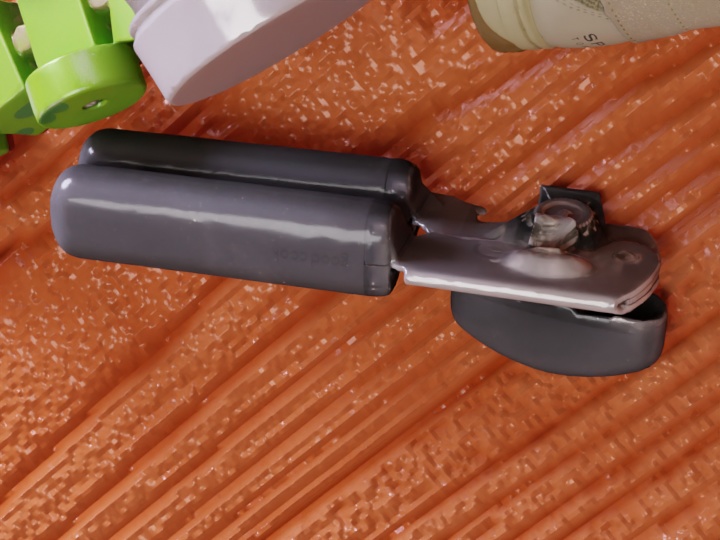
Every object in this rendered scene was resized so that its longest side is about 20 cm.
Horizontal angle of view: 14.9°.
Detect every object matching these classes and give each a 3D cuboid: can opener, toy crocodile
[{"bbox_3d":[0.000,0.000,0.897,0.200,0.053,0.067,7,121,13],"label":"can opener"},{"bbox_3d":[-0.120,-0.066,0.931,0.200,0.062,0.068,-27,74,31],"label":"toy crocodile"}]

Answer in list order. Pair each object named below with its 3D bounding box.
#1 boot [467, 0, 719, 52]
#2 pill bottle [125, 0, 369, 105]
[{"bbox_3d":[0.100,-0.155,0.763,0.155,0.072,0.200,3,117,22],"label":"boot"},{"bbox_3d":[-0.071,-0.156,0.826,0.112,0.112,0.200,-32,87,30],"label":"pill bottle"}]
